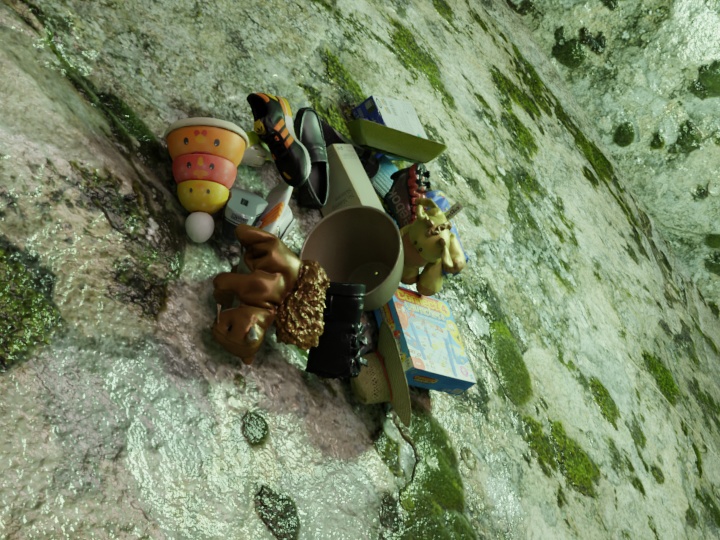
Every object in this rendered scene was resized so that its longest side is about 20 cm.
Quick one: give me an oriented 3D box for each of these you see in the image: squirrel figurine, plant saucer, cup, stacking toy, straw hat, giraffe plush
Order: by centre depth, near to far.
[{"bbox_3d":[-0.146,0.059,1.308,0.198,0.142,0.188,18,53,-10],"label":"squirrel figurine"},{"bbox_3d":[-0.263,-0.145,1.378,0.145,0.145,0.202,14,69,-45],"label":"stacking toy"},{"bbox_3d":[0.024,0.196,1.476,0.084,0.201,0.203,-12,67,-9],"label":"straw hat"},{"bbox_3d":[0.000,0.000,1.540,0.143,0.198,0.202,57,21,-56],"label":"cup"},{"bbox_3d":[0.132,-0.051,1.587,0.172,0.201,0.162,31,9,4],"label":"giraffe plush"},{"bbox_3d":[0.071,-0.275,1.767,0.198,0.048,0.200,15,5,-10],"label":"plant saucer"}]

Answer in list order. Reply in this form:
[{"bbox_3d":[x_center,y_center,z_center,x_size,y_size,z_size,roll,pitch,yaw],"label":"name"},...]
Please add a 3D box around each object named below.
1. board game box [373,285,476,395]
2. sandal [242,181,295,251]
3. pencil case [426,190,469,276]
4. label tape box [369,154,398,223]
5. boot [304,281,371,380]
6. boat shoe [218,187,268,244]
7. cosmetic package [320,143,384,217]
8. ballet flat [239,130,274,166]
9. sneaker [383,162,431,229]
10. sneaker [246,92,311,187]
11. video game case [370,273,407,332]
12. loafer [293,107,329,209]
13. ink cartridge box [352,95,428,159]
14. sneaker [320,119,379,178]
[{"bbox_3d":[0.125,0.139,1.628,0.199,0.056,0.197,19,44,-43],"label":"board game box"},{"bbox_3d":[-0.150,-0.092,1.493,0.059,0.079,0.208,49,36,-25],"label":"sandal"},{"bbox_3d":[0.194,-0.089,1.918,0.086,0.078,0.202,-10,70,-23],"label":"pencil case"},{"bbox_3d":[0.057,-0.144,1.804,0.144,0.063,0.201,44,38,-18],"label":"label tape box"},{"bbox_3d":[-0.073,0.100,1.414,0.073,0.196,0.164,2,92,-61],"label":"boot"},{"bbox_3d":[-0.209,-0.092,1.426,0.073,0.069,0.200,22,16,-12],"label":"boat shoe"},{"bbox_3d":[-0.029,-0.149,1.667,0.073,0.103,0.201,-10,71,-54],"label":"cosmetic package"},{"bbox_3d":[-0.194,-0.231,1.553,0.067,0.067,0.200,45,30,13],"label":"ballet flat"},{"bbox_3d":[0.097,-0.126,1.727,0.071,0.097,0.203,9,79,-61],"label":"sneaker"},{"bbox_3d":[-0.161,-0.243,1.506,0.090,0.070,0.202,7,57,-48],"label":"sneaker"},{"bbox_3d":[0.068,0.077,1.688,0.142,0.018,0.202,-4,67,-53],"label":"video game case"},{"bbox_3d":[-0.092,-0.223,1.608,0.068,0.070,0.203,-8,98,-31],"label":"loafer"},{"bbox_3d":[0.068,-0.343,1.961,0.199,0.076,0.138,-5,67,-54],"label":"ink cartridge box"},{"bbox_3d":[-0.054,-0.264,1.763,0.199,0.074,0.089,33,6,-12],"label":"sneaker"}]
